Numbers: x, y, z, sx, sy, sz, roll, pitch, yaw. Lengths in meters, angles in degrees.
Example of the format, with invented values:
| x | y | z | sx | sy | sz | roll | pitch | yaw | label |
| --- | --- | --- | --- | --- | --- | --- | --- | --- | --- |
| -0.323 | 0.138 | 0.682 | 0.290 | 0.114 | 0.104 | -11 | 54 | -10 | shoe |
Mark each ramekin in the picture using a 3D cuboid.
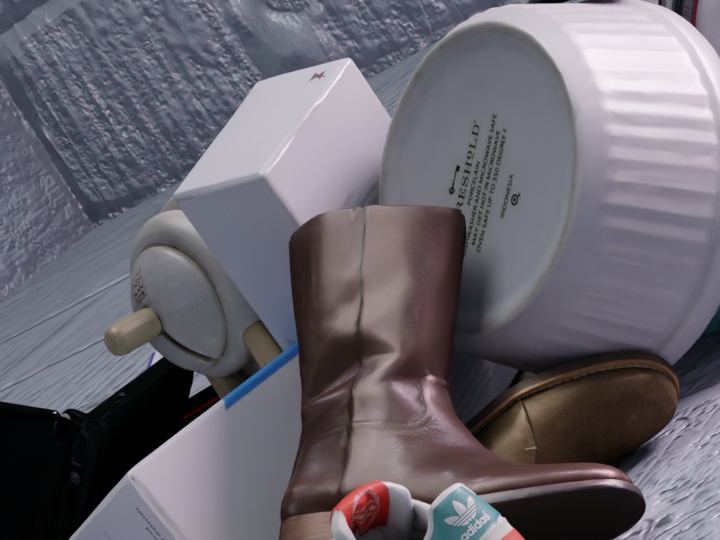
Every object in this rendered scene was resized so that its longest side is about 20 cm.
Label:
| x | y | z | sx | sy | sz | roll | pitch | yaw | label |
| --- | --- | --- | --- | --- | --- | --- | --- | --- | --- |
| 0.092 | -0.041 | 1.361 | 0.094 | 0.203 | 0.202 | 5 | -18 | -37 | ramekin |

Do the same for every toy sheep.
| x | y | z | sx | sy | sz | roll | pitch | yaw | label |
| --- | --- | --- | --- | --- | --- | --- | --- | --- | --- |
| -0.060 | 0.005 | 1.522 | 0.200 | 0.138 | 0.138 | -26 | 2 | -42 | toy sheep |

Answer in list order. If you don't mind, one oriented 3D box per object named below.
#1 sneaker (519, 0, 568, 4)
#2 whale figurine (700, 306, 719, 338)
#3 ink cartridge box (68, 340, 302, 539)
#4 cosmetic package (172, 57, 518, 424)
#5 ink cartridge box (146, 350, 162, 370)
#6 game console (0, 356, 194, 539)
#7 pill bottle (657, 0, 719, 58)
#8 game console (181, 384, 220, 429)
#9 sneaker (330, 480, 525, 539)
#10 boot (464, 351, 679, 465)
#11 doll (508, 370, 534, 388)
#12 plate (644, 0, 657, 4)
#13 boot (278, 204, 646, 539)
| x | y | z | sx | sy | sz | roll | pitch | yaw | label |
| --- | --- | --- | --- | --- | --- | --- | --- | --- | --- |
| 0.136 | -0.204 | 1.434 | 0.080 | 0.086 | 0.200 | -17 | 15 | 43 | sneaker |
| 0.207 | -0.013 | 1.417 | 0.200 | 0.104 | 0.159 | 6 | 22 | 37 | whale figurine |
| -0.081 | 0.134 | 1.435 | 0.145 | 0.084 | 0.200 | -37 | -5 | -34 | ink cartridge box |
| 0.000 | 0.000 | 1.442 | 0.071 | 0.200 | 0.102 | -11 | 33 | 41 | cosmetic package |
| -0.039 | 0.028 | 1.689 | 0.200 | 0.047 | 0.198 | -34 | 6 | 2 | ink cartridge box |
| -0.200 | 0.136 | 1.555 | 0.176 | 0.116 | 0.200 | -39 | -29 | -55 | game console |
| 0.226 | -0.143 | 1.486 | 0.119 | 0.120 | 0.200 | -32 | 11 | 3 | pill bottle |
| -0.059 | 0.078 | 1.729 | 0.200 | 0.031 | 0.177 | -31 | 6 | 0 | game console |
| 0.013 | 0.135 | 1.202 | 0.070 | 0.094 | 0.200 | -37 | 10 | -31 | sneaker |
| 0.072 | 0.108 | 1.317 | 0.200 | 0.074 | 0.076 | -26 | 40 | -3 | boot |
| 0.082 | 0.059 | 1.540 | 0.200 | 0.049 | 0.136 | -32 | 12 | 4 | doll |
| 0.148 | -0.093 | 1.583 | 0.032 | 0.200 | 0.200 | 9 | -3 | 12 | plate |
| 0.045 | 0.042 | 1.288 | 0.186 | 0.064 | 0.200 | -9 | 54 | 20 | boot |
